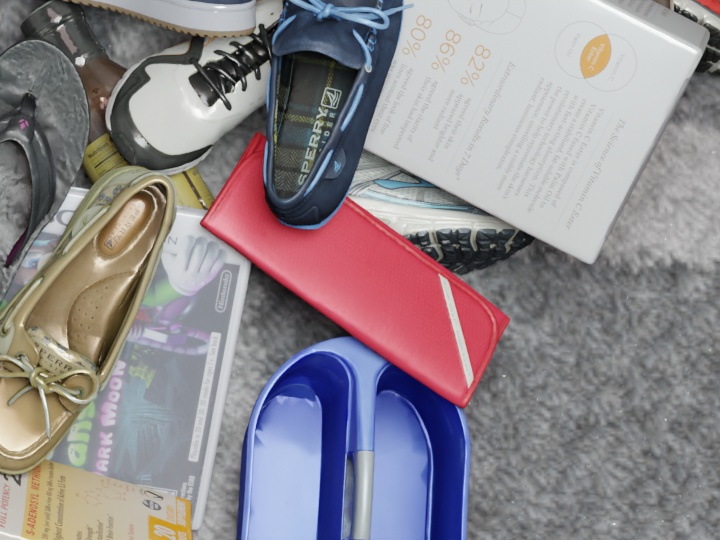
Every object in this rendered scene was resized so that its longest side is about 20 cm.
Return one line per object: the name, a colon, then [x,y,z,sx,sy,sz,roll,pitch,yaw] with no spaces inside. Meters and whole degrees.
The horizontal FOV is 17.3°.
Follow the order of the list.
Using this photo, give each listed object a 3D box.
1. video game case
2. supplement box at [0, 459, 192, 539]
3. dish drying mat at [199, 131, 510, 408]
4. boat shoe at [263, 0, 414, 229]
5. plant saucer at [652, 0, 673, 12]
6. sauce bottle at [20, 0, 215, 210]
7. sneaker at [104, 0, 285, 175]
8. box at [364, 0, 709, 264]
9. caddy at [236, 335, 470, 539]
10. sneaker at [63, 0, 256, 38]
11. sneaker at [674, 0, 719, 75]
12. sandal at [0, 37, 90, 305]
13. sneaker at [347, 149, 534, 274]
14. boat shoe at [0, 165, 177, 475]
video game case: [-0.169,0.051,1.460,0.181,0.023,0.201,10,101,-8]
supplement box: [-0.201,0.164,1.407,0.199,0.126,0.074,17,106,-11]
dish drying mat: [0.000,0.000,1.458,0.200,0.018,0.077,36,62,-11]
boat shoe: [-0.014,-0.125,1.405,0.084,0.069,0.202,4,86,12]
plant saucer: [0.105,-0.172,1.548,0.199,0.032,0.202,2,104,9]
sauce bottle: [-0.148,-0.080,1.505,0.064,0.065,0.201,-28,86,-14]
sneaker: [-0.080,-0.129,1.484,0.074,0.080,0.200,53,52,-4]
box: [0.097,-0.122,1.490,0.199,0.106,0.153,28,106,4]
caddy: [-0.006,0.143,1.470,0.140,0.105,0.202,4,80,-9]
sneaker: [-0.144,-0.218,1.471,0.199,0.070,0.109,18,115,30]
sneaker: [0.195,-0.208,1.590,0.199,0.077,0.085,35,69,-5]
sandal: [-0.213,-0.038,1.399,0.075,0.048,0.202,21,95,-12]
sneaker: [0.022,-0.050,1.528,0.199,0.078,0.087,3,70,-14]
boat shoe: [-0.170,0.027,1.395,0.073,0.063,0.201,27,85,-14]
